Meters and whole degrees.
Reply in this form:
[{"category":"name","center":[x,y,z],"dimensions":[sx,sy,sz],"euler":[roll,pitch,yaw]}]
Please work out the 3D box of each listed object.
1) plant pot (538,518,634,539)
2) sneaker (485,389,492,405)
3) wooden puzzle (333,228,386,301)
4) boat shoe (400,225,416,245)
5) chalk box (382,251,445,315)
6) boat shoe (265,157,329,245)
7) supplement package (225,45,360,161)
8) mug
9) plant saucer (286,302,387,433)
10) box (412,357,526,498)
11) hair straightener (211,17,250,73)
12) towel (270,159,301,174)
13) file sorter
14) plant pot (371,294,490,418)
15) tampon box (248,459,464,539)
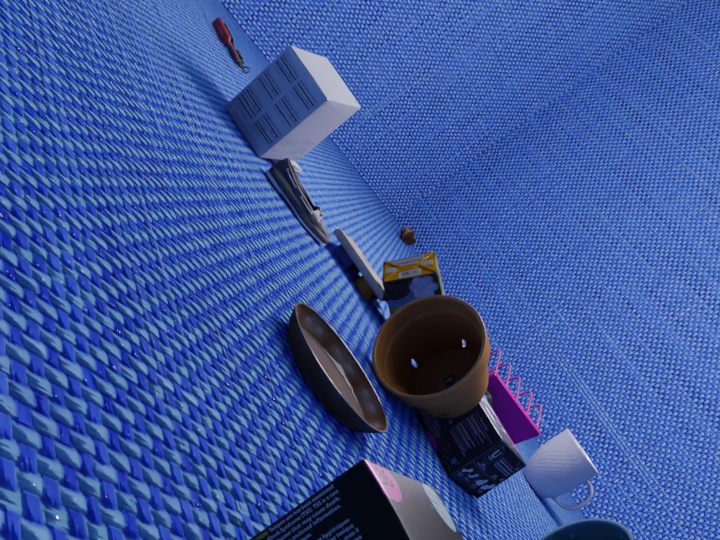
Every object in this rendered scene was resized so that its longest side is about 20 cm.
[{"category":"plant pot","center":[0.375,0.532,1.296],"dimensions":[0.196,0.200,0.200],"euler":[60,6,-10]},{"category":"sneaker","center":[0.245,0.272,1.927],"dimensions":[0.111,0.077,0.200],"euler":[3,61,-65]},{"category":"wooden puzzle","center":[0.000,0.000,1.875],"dimensions":[0.185,0.046,0.200],"euler":[56,3,9]},{"category":"boat shoe","center":[0.222,-0.179,4.004],"dimensions":[0.070,0.070,0.200],"euler":[63,1,16]},{"category":"chalk box","center":[0.129,0.080,1.828],"dimensions":[0.124,0.124,0.201],"euler":[-83,161,-67]},{"category":"boat shoe","center":[-0.116,-0.142,1.709],"dimensions":[0.200,0.057,0.067],"euler":[52,7,-13]},{"category":"supplement package","center":[-0.145,-0.358,1.804],"dimensions":[0.147,0.200,0.191],"euler":[56,20,8]},{"category":"mug","center":[0.570,0.579,2.330],"dimensions":[0.200,0.175,0.148],"euler":[56,8,12]},{"category":"plant saucer","center":[-0.035,0.132,1.067],"dimensions":[0.200,0.034,0.200],"euler":[53,7,-9]},{"category":"box","center":[0.189,0.282,1.491],"dimensions":[0.132,0.115,0.200],"euler":[46,11,-45]},{"category":"hair straightener","center":[-0.382,-0.675,2.511],"dimensions":[0.200,0.041,0.077],"euler":[56,8,17]},{"category":"towel","center":[-0.215,-0.311,1.958],"dimensions":[0.191,0.032,0.200],"euler":[54,6,2]},{"category":"file sorter","center":[0.340,0.317,2.045],"dimensions":[0.200,0.139,0.126],"euler":[52,32,-15]},{"category":"plant pot","center":[0.137,0.162,1.420],"dimensions":[0.140,0.200,0.200],"euler":[56,4,-46]},{"category":"tampon box","center":[0.027,0.251,0.546],"dimensions":[0.200,0.126,0.150],"euler":[58,8,30]}]
